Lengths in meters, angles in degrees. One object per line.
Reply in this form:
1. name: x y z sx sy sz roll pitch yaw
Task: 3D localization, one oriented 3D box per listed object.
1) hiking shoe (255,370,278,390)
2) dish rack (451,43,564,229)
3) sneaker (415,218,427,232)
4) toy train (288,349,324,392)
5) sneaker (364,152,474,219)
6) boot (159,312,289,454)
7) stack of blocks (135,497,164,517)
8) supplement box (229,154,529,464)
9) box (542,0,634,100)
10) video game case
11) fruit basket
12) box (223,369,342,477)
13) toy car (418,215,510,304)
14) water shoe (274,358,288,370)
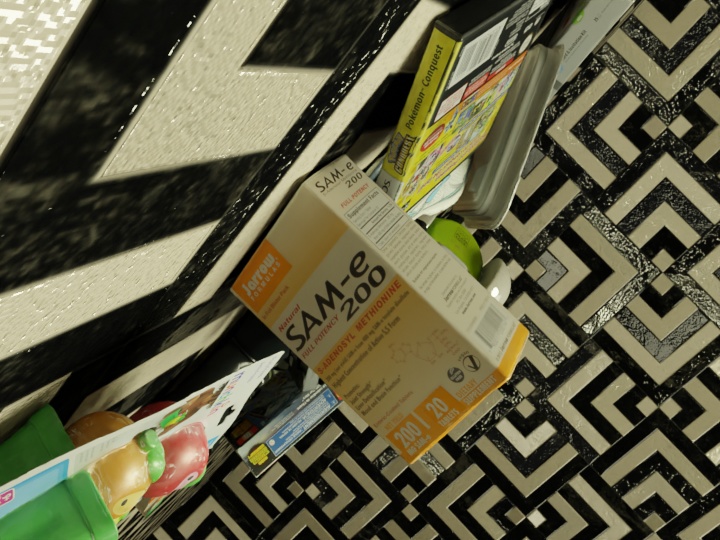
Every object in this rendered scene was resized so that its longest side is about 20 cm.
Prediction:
1. hiking shoe: -0.128 0.146 1.109 0.200 0.076 0.101 -44 179 -14
2. dish rack: 0.150 -0.148 0.854 0.172 0.043 0.204 -147 -102 -84
3. sneaker: 0.000 0.000 0.833 0.198 0.075 0.080 -16 -139 45
4. toy train: -0.031 0.014 0.680 0.034 0.046 0.204 -2 119 -34
5. sneaker: 0.059 -0.094 0.751 0.200 0.077 0.087 -44 172 -32
6. boot: -0.115 0.096 0.761 0.168 0.076 0.200 -48 -177 -33
7. stack of blocks: -0.227 0.216 0.897 0.115 0.059 0.200 -42 174 -42
8. supplement box: 0.012 0.031 0.593 0.126 0.200 0.074 -49 177 35
9. box: 0.259 -0.293 0.870 0.158 0.041 0.200 -60 -177 -26
10. video game case: 0.085 -0.144 0.629 0.200 0.025 0.183 -43 162 -43
11. fruit basket: -0.152 0.136 0.502 0.197 0.095 0.186 -17 158 -37
12. box: -0.096 0.165 0.910 0.136 0.040 0.200 -39 -172 -15
13. toy car: 0.075 0.026 0.948 0.150 0.174 0.201 -42 -168 48
14. water shoe: -0.075 0.057 1.011 0.078 0.073 0.200 -14 -162 36
